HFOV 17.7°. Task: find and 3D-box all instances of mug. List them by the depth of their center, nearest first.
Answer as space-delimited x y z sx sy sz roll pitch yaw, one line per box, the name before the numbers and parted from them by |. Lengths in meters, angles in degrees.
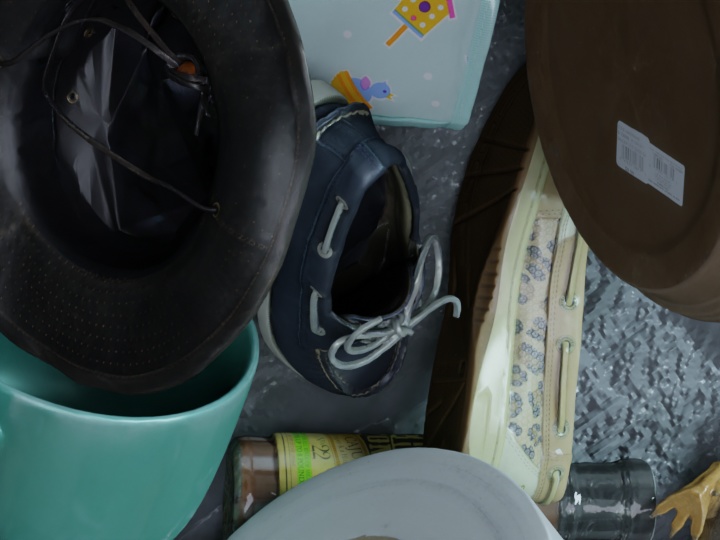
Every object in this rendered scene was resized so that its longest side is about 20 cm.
mug | -0.144 0.058 0.978 0.184 0.152 0.115 -2 130 -34

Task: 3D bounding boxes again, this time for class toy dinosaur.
toy dinosaur | 0.181 0.106 1.094 0.060 0.106 0.201 24 105 16

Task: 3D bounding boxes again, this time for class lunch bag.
lunch bag | -0.022 -0.161 0.965 0.170 0.122 0.201 6 98 -10

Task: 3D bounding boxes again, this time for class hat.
hat | -0.082 -0.058 0.897 0.200 0.081 0.202 7 104 29

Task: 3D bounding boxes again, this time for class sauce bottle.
sauce bottle | 0.037 0.107 1.072 0.199 0.065 0.065 0 104 -10

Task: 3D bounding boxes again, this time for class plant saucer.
plant saucer | 0.113 -0.077 0.884 0.029 0.200 0.201 -10 106 -22

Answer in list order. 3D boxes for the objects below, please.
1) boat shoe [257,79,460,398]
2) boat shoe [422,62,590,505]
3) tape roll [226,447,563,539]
boat shoe | 0.000 0.000 0.989 0.075 0.062 0.200 -38 149 -24
boat shoe | 0.077 0.004 1.038 0.062 0.073 0.201 12 90 -17
tape roll | 0.023 0.195 0.971 0.202 0.203 0.139 -37 126 3
